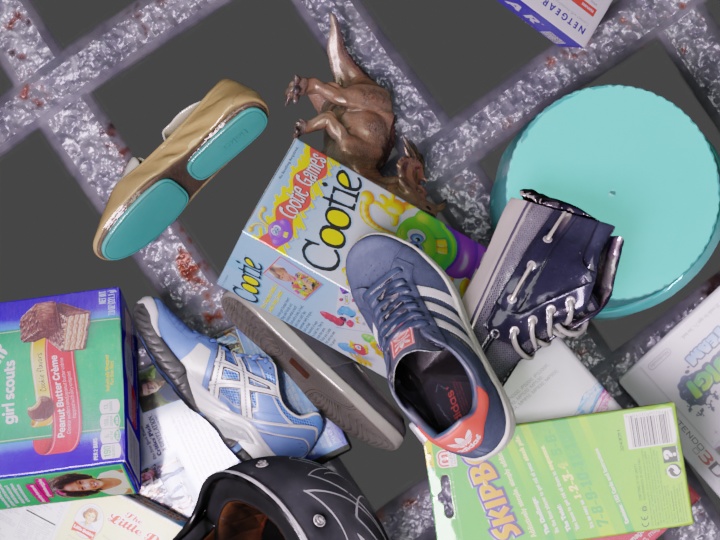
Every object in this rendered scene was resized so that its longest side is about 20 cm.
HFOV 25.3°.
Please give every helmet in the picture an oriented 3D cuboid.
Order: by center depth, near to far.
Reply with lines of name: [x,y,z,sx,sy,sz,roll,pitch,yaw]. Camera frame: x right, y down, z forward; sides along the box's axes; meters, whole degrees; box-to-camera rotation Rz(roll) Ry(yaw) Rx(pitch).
helmet: [-0.063,0.251,1.285,0.199,0.200,0.191,33,72,4]

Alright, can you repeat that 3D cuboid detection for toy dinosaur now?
toy dinosaur: [0.004,-0.119,1.402,0.135,0.086,0.201,2,68,-9]

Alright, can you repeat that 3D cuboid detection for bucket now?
bucket: [0.207,-0.058,1.361,0.206,0.135,0.209,0,87,2]

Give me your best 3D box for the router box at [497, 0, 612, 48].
router box: [0.155,-0.322,1.386,0.199,0.049,0.180,33,86,-22]

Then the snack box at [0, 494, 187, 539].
snack box: [-0.229,0.241,1.383,0.199,0.037,0.117,26,91,10]

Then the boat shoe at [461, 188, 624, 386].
boat shoe: [0.131,0.037,1.232,0.092,0.075,0.201,16,80,31]

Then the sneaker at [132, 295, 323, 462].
sneaker: [-0.116,0.093,1.376,0.077,0.076,0.200,-44,95,-9]

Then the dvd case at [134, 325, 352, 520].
dvd case: [-0.125,0.134,1.412,0.199,0.018,0.143,-25,86,-1]

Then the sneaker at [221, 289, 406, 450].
sneaker: [-0.014,0.056,1.383,0.200,0.075,0.106,45,66,-4]

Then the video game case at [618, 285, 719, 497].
video game case: [0.344,0.098,1.344,0.182,0.024,0.200,49,118,12]

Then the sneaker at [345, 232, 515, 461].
sneaker: [0.039,0.048,1.181,0.075,0.084,0.200,-44,63,18]

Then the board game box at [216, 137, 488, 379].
board game box: [0.000,0.000,1.319,0.199,0.105,0.103,29,60,-3]

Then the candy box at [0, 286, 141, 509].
candy box: [-0.292,0.112,1.359,0.199,0.077,0.170,-8,58,1]

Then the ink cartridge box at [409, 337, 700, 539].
ink cartridge box: [0.154,0.156,1.339,0.145,0.145,0.200,-41,86,-2]

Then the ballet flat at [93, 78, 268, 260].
ballet flat: [-0.167,-0.091,1.419,0.200,0.069,0.063,-42,58,-4]

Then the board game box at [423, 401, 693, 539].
board game box: [0.153,0.164,1.252,0.199,0.030,0.096,-8,84,-2]
